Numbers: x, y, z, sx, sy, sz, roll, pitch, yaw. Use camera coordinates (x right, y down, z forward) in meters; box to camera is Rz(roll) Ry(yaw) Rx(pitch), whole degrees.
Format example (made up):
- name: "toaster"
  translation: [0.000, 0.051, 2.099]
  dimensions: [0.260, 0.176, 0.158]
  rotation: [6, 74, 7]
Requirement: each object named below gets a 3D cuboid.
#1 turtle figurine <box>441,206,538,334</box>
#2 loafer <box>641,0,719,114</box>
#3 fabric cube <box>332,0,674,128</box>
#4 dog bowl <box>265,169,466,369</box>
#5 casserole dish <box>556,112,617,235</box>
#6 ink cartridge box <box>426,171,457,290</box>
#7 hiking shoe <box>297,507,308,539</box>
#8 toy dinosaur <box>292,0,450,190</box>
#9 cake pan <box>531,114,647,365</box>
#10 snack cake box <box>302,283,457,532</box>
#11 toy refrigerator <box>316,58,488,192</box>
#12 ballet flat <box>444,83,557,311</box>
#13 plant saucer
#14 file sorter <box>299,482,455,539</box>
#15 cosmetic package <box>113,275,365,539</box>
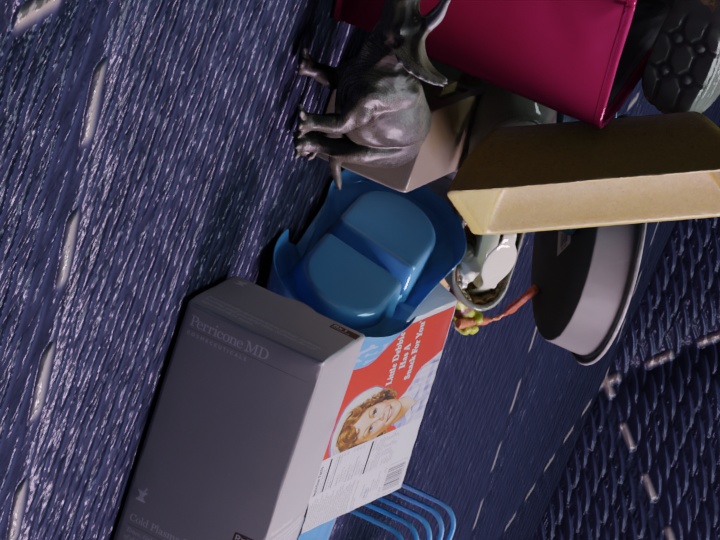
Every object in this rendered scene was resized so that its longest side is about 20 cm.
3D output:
- name: "turtle figurine"
  translation: [0.063, -0.011, 1.845]
  dimensions: [0.160, 0.065, 0.201]
  rotation: [-21, 148, -17]
- name: "loafer"
  translation: [0.249, -0.195, 1.563]
  dimensions: [0.201, 0.070, 0.070]
  rotation: [-62, 163, 18]
- name: "fabric cube"
  translation: [0.122, -0.247, 1.554]
  dimensions: [0.196, 0.198, 0.201]
  rotation: [-51, 159, -51]
- name: "dog bowl"
  translation: [0.000, 0.000, 1.686]
  dimensions: [0.200, 0.111, 0.050]
  rotation: [-50, 172, -51]
- name: "casserole dish"
  translation: [0.157, -0.112, 1.796]
  dimensions: [0.200, 0.038, 0.122]
  rotation: [105, -13, -59]
- name: "ink cartridge box"
  translation: [0.091, -0.081, 1.945]
  dimensions: [0.145, 0.083, 0.201]
  rotation: [-54, 161, -44]
- name: "hiking shoe"
  translation: [-0.080, 0.134, 1.689]
  dimensions: [0.087, 0.074, 0.202]
  rotation: [-23, 125, -61]
- name: "toy dinosaur"
  translation: [0.007, -0.098, 1.534]
  dimensions: [0.201, 0.101, 0.077]
  rotation: [95, -4, -50]
- name: "cake pan"
  translation: [0.179, -0.027, 1.865]
  dimensions: [0.200, 0.036, 0.202]
  rotation: [-171, -90, -78]
- name: "snack cake box"
  translation: [-0.008, 0.094, 1.786]
  dimensions: [0.114, 0.067, 0.201]
  rotation: [-19, 139, -37]
- name: "toy refrigerator"
  translation: [0.040, -0.114, 1.712]
  dimensions: [0.070, 0.075, 0.200]
  rotation: [-71, 166, 15]
- name: "ballet flat"
  translation: [0.109, -0.058, 1.737]
  dimensions: [0.064, 0.067, 0.201]
  rotation: [-113, -149, -52]
- name: "plant saucer"
  translation: [0.165, -0.068, 1.608]
  dimensions: [0.200, 0.198, 0.049]
  rotation: [41, 44, -79]
- name: "file sorter"
  translation: [-0.009, 0.250, 2.015]
  dimensions: [0.140, 0.122, 0.200]
  rotation: [-69, 166, 7]
- name: "cosmetic package"
  translation: [-0.082, 0.118, 1.552]
  dimensions: [0.090, 0.106, 0.202]
  rotation: [-35, 144, -65]
